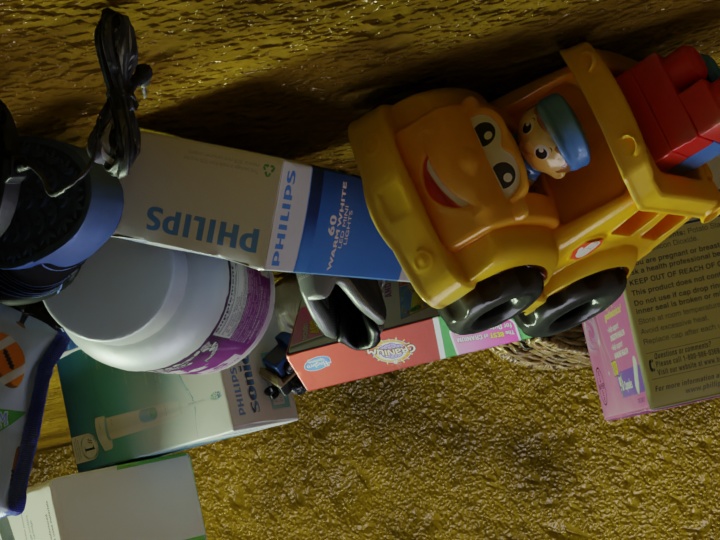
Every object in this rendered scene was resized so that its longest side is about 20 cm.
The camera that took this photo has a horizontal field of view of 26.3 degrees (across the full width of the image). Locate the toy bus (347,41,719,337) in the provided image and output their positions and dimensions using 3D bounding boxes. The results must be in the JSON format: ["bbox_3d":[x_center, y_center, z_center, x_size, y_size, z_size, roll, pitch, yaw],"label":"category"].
[{"bbox_3d":[0.120,-0.062,0.843,0.191,0.137,0.199,-32,161,30],"label":"toy bus"}]

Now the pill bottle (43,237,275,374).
[{"bbox_3d":[-0.127,0.008,0.961,0.111,0.113,0.200,-13,172,9],"label":"pill bottle"}]

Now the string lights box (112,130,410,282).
[{"bbox_3d":[-0.046,-0.032,0.860,0.102,0.059,0.200,12,-177,23],"label":"string lights box"}]

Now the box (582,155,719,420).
[{"bbox_3d":[0.206,-0.005,1.076,0.096,0.202,0.176,-12,173,-2],"label":"box"}]

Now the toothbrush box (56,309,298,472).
[{"bbox_3d":[-0.163,0.080,1.313,0.199,0.148,0.085,-20,170,39],"label":"toothbrush box"}]

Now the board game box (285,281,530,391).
[{"bbox_3d":[0.051,0.006,1.171,0.199,0.040,0.154,-15,-145,21],"label":"board game box"}]

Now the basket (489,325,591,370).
[{"bbox_3d":[0.197,0.034,1.580,0.199,0.144,0.149,-7,170,-37],"label":"basket"}]

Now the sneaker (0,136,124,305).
[{"bbox_3d":[-0.169,-0.022,0.801,0.078,0.071,0.199,12,167,-41],"label":"sneaker"}]

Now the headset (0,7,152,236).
[{"bbox_3d":[-0.181,-0.057,0.630,0.198,0.095,0.123,1,-178,19],"label":"headset"}]

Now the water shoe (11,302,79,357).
[{"bbox_3d":[-0.213,0.020,1.168,0.199,0.072,0.079,-1,139,-52],"label":"water shoe"}]

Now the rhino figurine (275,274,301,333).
[{"bbox_3d":[-0.014,0.025,1.427,0.087,0.060,0.199,41,142,-23],"label":"rhino figurine"}]

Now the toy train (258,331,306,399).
[{"bbox_3d":[-0.010,0.028,1.266,0.200,0.046,0.034,-45,-144,-18],"label":"toy train"}]

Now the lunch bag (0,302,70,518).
[{"bbox_3d":[-0.275,0.051,0.786,0.169,0.125,0.199,30,153,-34],"label":"lunch bag"}]

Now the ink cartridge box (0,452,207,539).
[{"bbox_3d":[-0.253,0.225,1.345,0.145,0.085,0.199,-7,170,-43],"label":"ink cartridge box"}]

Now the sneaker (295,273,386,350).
[{"bbox_3d":[0.000,0.000,1.096,0.075,0.116,0.200,-16,172,26],"label":"sneaker"}]
